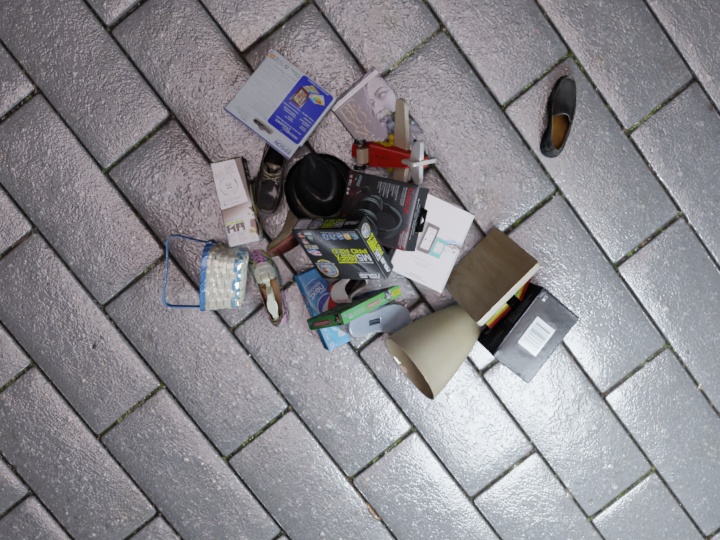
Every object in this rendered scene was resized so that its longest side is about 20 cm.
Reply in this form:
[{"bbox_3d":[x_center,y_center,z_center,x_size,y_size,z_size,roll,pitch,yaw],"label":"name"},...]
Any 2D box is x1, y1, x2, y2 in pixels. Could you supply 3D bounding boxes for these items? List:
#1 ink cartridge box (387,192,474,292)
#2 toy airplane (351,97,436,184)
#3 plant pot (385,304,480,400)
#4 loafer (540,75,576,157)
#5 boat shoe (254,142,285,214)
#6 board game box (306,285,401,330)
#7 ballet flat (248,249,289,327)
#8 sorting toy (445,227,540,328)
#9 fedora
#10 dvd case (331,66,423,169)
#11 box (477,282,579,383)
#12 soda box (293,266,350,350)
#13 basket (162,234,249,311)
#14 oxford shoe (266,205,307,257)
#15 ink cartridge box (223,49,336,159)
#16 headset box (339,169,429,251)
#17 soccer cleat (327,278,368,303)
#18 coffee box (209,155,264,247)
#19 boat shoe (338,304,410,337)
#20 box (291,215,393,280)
[{"bbox_3d":[0.164,-0.074,1.624,0.144,0.147,0.202,24,94,-4],"label":"ink cartridge box"},{"bbox_3d":[0.093,-0.276,1.590,0.200,0.141,0.200,-41,85,36],"label":"toy airplane"},{"bbox_3d":[0.193,0.180,1.648,0.199,0.187,0.188,-38,96,-13],"label":"plant pot"},{"bbox_3d":[0.498,-0.380,1.644,0.072,0.072,0.203,8,95,-2],"label":"loafer"},{"bbox_3d":[-0.217,-0.237,1.608,0.073,0.073,0.203,5,79,-5],"label":"boat shoe"},{"bbox_3d":[-0.014,0.088,1.589,0.199,0.134,0.030,-24,96,-41],"label":"board game box"},{"bbox_3d":[-0.226,0.046,1.657,0.068,0.071,0.203,-18,96,0],"label":"ballet flat"},{"bbox_3d":[0.325,0.024,1.626,0.199,0.200,0.069,-45,123,7],"label":"sorting toy"},{"bbox_3d":[-0.096,-0.208,1.592,0.197,0.092,0.204,-1,69,2],"label":"fedora"},{"bbox_3d":[0.039,-0.376,1.655,0.148,0.016,0.201,-39,95,2],"label":"dvd case"},{"bbox_3d":[0.401,0.142,1.626,0.117,0.200,0.198,37,94,-4],"label":"box"},{"bbox_3d":[-0.096,0.093,1.663,0.063,0.068,0.202,-24,96,-14],"label":"soda box"},{"bbox_3d":[-0.375,0.014,1.612,0.197,0.139,0.179,8,105,-8],"label":"basket"},{"bbox_3d":[-0.163,-0.113,1.654,0.199,0.071,0.075,-40,77,-4],"label":"oxford shoe"},{"bbox_3d":[-0.191,-0.393,1.598,0.197,0.047,0.201,37,78,-2],"label":"ink cartridge box"},{"bbox_3d":[0.058,-0.134,1.522,0.197,0.077,0.151,17,98,23],"label":"headset box"},{"bbox_3d":[0.000,0.000,1.630,0.201,0.085,0.069,-52,124,-21],"label":"soccer cleat"},{"bbox_3d":[-0.296,-0.166,1.614,0.079,0.113,0.203,-13,96,-1],"label":"coffee box"},{"bbox_3d":[0.029,0.126,1.667,0.200,0.086,0.076,-11,100,-36],"label":"boat shoe"},{"bbox_3d":[-0.041,-0.049,1.530,0.045,0.198,0.161,-58,133,-33],"label":"box"}]
